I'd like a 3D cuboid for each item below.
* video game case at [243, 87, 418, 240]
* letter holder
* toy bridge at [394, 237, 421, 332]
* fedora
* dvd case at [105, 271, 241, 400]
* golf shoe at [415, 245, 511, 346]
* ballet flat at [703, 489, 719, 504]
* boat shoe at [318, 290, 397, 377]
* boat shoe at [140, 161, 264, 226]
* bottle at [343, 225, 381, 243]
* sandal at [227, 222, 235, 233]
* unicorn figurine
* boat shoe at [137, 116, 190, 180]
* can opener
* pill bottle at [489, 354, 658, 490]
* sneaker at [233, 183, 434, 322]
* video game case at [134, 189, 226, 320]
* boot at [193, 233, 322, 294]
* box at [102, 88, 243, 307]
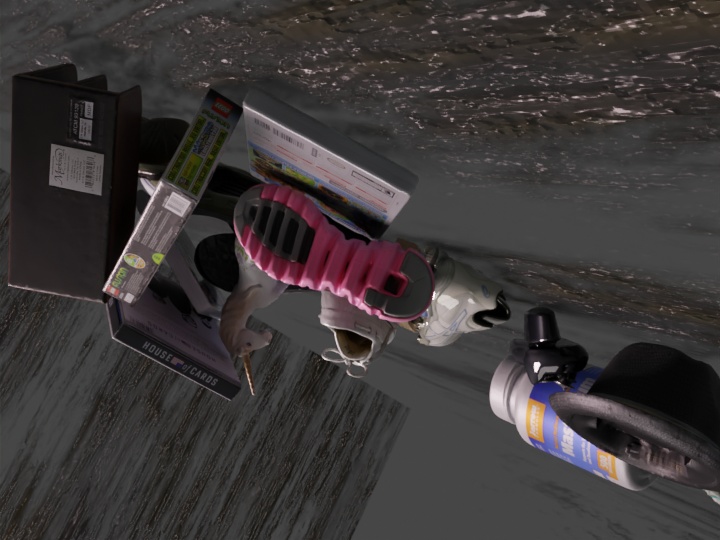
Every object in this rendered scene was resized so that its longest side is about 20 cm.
[{"bbox_3d":[-0.032,-0.082,0.697,0.141,0.018,0.200,28,170,-2],"label":"video game case"},{"bbox_3d":[-0.274,-0.093,0.821,0.098,0.204,0.142,10,-161,0],"label":"letter holder"},{"bbox_3d":[0.064,0.033,0.914,0.027,0.068,0.200,21,168,24],"label":"toy bridge"},{"bbox_3d":[0.268,0.123,0.742,0.198,0.093,0.201,27,167,7],"label":"fedora"},{"bbox_3d":[-0.213,0.052,0.895,0.149,0.025,0.200,35,-171,-31],"label":"dvd case"},{"bbox_3d":[0.109,0.046,0.852,0.096,0.080,0.200,18,169,16],"label":"golf shoe"},{"bbox_3d":[0.443,0.244,1.012,0.198,0.073,0.072,32,169,-12],"label":"ballet flat"},{"bbox_3d":[-0.005,0.071,0.877,0.073,0.088,0.202,10,164,11],"label":"boat shoe"},{"bbox_3d":[-0.165,-0.098,0.919,0.197,0.073,0.063,20,146,17],"label":"boat shoe"},{"bbox_3d":[0.000,0.000,0.924,0.082,0.066,0.200,27,170,10],"label":"bottle"},{"bbox_3d":[-0.143,-0.055,1.011,0.197,0.056,0.081,18,179,-23],"label":"sandal"},{"bbox_3d":[-0.100,0.007,0.876,0.073,0.136,0.203,29,140,40],"label":"unicorn figurine"},{"bbox_3d":[-0.234,-0.129,0.889,0.198,0.073,0.066,14,159,39],"label":"boat shoe"},{"bbox_3d":[0.196,0.083,0.858,0.062,0.080,0.200,3,174,5],"label":"can opener"},{"bbox_3d":[0.248,0.162,0.937,0.198,0.114,0.112,16,165,47],"label":"pill bottle"},{"bbox_3d":[-0.024,-0.013,0.747,0.197,0.080,0.095,28,-178,7],"label":"sneaker"},{"bbox_3d":[-0.201,-0.010,0.944,0.145,0.018,0.200,59,175,4],"label":"video game case"},{"bbox_3d":[-0.141,0.005,0.990,0.198,0.071,0.130,13,166,-43],"label":"boot"},{"bbox_3d":[-0.171,-0.059,0.731,0.034,0.111,0.200,28,142,-15],"label":"box"}]
